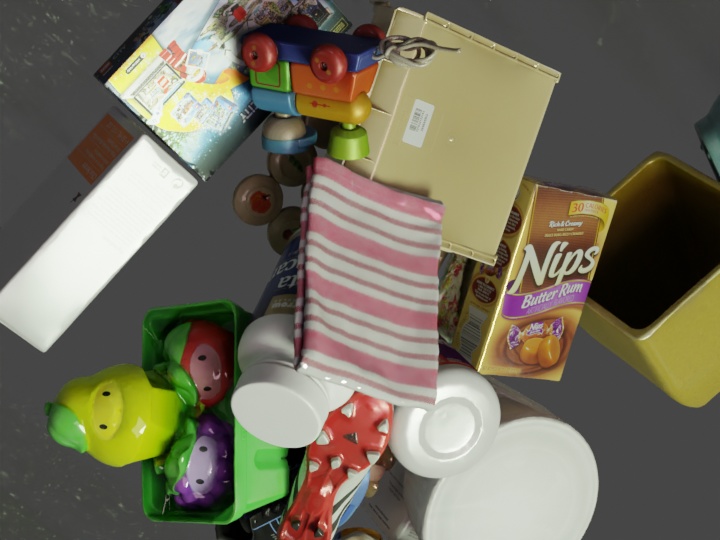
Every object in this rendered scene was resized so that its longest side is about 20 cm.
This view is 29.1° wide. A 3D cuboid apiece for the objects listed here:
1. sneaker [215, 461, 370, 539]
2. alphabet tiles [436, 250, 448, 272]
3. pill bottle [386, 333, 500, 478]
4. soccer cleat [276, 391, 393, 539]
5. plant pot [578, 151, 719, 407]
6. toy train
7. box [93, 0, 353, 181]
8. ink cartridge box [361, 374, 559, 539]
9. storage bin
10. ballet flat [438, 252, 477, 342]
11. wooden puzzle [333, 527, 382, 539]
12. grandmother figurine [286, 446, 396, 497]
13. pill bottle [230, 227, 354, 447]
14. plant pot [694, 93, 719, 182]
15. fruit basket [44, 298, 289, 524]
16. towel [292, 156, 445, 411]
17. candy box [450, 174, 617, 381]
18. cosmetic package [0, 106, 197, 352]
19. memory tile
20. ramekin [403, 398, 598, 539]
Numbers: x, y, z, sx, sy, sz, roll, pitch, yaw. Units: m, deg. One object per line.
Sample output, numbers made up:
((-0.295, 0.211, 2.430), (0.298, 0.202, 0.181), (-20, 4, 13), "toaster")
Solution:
((-0.070, 0.233, 1.392), (0.078, 0.070, 0.200), (13, 138, -34), "sneaker")
((0.000, 0.000, 1.410), (0.166, 0.006, 0.200), (25, 98, -33), "alphabet tiles")
((0.050, 0.113, 1.355), (0.112, 0.200, 0.113), (-7, 111, -18), "pill bottle")
((-0.025, 0.181, 1.288), (0.068, 0.085, 0.200), (21, 112, -5), "soccer cleat")
((0.341, 0.032, 1.497), (0.195, 0.194, 0.200), (-39, 129, -7), "plant pot")
((-0.006, -0.146, 1.189), (0.085, 0.200, 0.116), (-37, 133, -51), "toy train")
((-0.121, -0.198, 1.243), (0.200, 0.038, 0.137), (-47, 124, -3), "box")
((0.121, 0.220, 1.519), (0.145, 0.084, 0.200), (30, 96, -33), "ink cartridge box")
((0.064, -0.129, 1.318), (0.198, 0.094, 0.201), (18, 93, -32), "storage bin")
((0.128, -0.012, 1.436), (0.075, 0.064, 0.201), (1, 111, -41), "ballet flat")
((0.000, 0.331, 1.479), (0.200, 0.046, 0.185), (-28, 132, 35), "wooden puzzle")
((-0.058, 0.180, 1.424), (0.200, 0.061, 0.122), (15, 109, -32), "grandmother figurine")
((-0.044, 0.057, 1.237), (0.111, 0.111, 0.200), (60, 35, -32), "pill bottle")
((0.442, -0.131, 1.488), (0.134, 0.201, 0.200), (-25, 124, 13), "plant pot")
((-0.174, 0.130, 1.270), (0.215, 0.155, 0.216), (8, 79, -46), "fruit basket")
((0.011, 0.011, 1.199), (0.146, 0.030, 0.201), (18, 63, -32), "towel")
((0.174, 0.008, 1.399), (0.116, 0.056, 0.201), (7, 103, -36), "candy box")
((-0.246, -0.039, 1.210), (0.200, 0.101, 0.071), (-49, 123, -2), "cosmetic package")
((-0.018, -0.060, 1.359), (0.153, 0.017, 0.200), (-48, 120, -4), "memory tile")
((0.135, 0.223, 1.421), (0.202, 0.094, 0.203), (-9, 113, -21), "ramekin")
